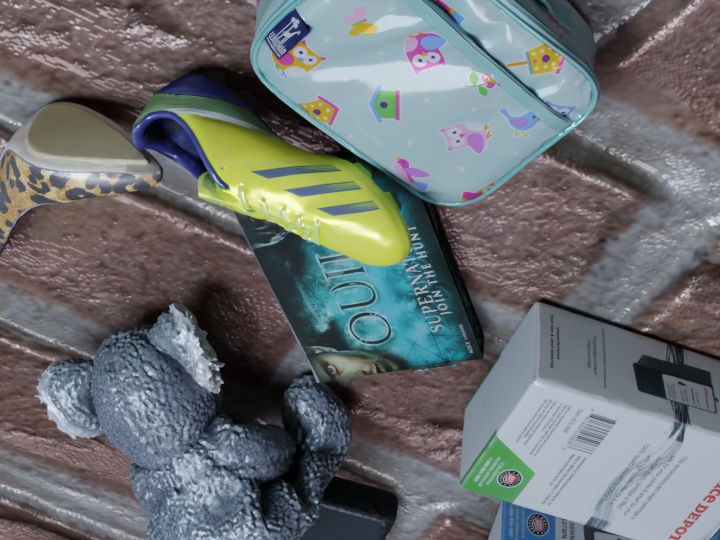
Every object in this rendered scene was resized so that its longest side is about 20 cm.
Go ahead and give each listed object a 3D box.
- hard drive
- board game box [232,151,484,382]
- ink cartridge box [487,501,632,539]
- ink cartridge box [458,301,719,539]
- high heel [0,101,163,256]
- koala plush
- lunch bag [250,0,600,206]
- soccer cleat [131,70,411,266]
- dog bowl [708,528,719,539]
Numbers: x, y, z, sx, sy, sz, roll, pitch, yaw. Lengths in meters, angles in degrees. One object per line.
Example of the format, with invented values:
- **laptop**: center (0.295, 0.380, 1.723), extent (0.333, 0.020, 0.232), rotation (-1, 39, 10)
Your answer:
- **hard drive**: center (-0.063, 0.247, 1.396), extent (0.139, 0.033, 0.200), rotation (17, 135, -9)
- **board game box**: center (0.000, 0.000, 1.141), extent (0.134, 0.028, 0.201), rotation (-10, 133, 16)
- **ink cartridge box**: center (0.201, 0.299, 1.331), extent (0.199, 0.147, 0.147), rotation (9, 135, -3)
- **ink cartridge box**: center (0.194, 0.123, 1.199), extent (0.199, 0.083, 0.147), rotation (18, 135, -11)
- **high heel**: center (-0.211, -0.042, 1.088), extent (0.199, 0.072, 0.143), rotation (11, 132, 22)
- **koala plush**: center (-0.132, 0.121, 1.196), extent (0.177, 0.184, 0.201), rotation (-20, 118, 25)
- **lunch bag**: center (0.040, -0.138, 0.960), extent (0.200, 0.077, 0.160), rotation (35, 130, -26)
- **soccer cleat**: center (-0.059, -0.053, 1.004), extent (0.200, 0.084, 0.065), rotation (35, 142, 17)
- **dog bowl**: center (0.330, 0.208, 1.226), extent (0.111, 0.050, 0.201), rotation (32, 97, -7)
